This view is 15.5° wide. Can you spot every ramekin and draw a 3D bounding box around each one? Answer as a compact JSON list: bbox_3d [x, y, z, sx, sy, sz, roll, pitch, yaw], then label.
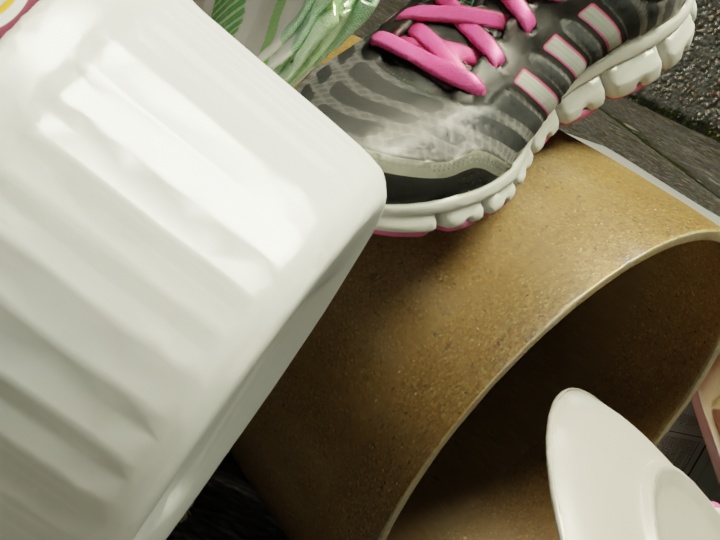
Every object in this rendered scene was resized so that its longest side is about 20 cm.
[{"bbox_3d":[-0.079,0.021,0.716,0.098,0.201,0.200,35,11,3],"label":"ramekin"}]

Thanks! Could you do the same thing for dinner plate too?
[{"bbox_3d":[0.113,0.126,0.840,0.200,0.024,0.201,54,20,-29],"label":"dinner plate"}]

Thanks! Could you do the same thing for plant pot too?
[{"bbox_3d":[0.000,0.000,0.937,0.200,0.187,0.186,42,16,23],"label":"plant pot"}]

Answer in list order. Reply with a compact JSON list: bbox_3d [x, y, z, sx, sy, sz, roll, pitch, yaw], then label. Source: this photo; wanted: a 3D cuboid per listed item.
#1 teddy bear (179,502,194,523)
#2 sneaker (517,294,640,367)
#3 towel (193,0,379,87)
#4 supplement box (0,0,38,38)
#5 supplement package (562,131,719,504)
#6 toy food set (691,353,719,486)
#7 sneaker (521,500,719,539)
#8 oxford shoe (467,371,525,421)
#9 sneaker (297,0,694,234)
[{"bbox_3d":[-0.109,0.023,0.957,0.145,0.067,0.200,29,11,-6],"label":"teddy bear"},{"bbox_3d":[0.045,-0.019,1.036,0.200,0.081,0.070,17,30,29],"label":"sneaker"},{"bbox_3d":[-0.053,-0.079,0.857,0.023,0.200,0.153,35,41,-21],"label":"towel"},{"bbox_3d":[-0.170,-0.144,0.980,0.110,0.201,0.085,13,-18,-40],"label":"supplement box"},{"bbox_3d":[0.086,0.027,1.193,0.191,0.148,0.200,36,14,38],"label":"supplement package"},{"bbox_3d":[0.216,0.070,1.126,0.060,0.201,0.144,2,34,39],"label":"toy food set"},{"bbox_3d":[0.136,0.137,1.014,0.199,0.088,0.074,6,-14,-3],"label":"sneaker"},{"bbox_3d":[-0.028,0.052,1.055,0.199,0.073,0.071,13,20,18],"label":"oxford shoe"},{"bbox_3d":[0.043,-0.084,0.840,0.074,0.088,0.200,30,45,29],"label":"sneaker"}]
